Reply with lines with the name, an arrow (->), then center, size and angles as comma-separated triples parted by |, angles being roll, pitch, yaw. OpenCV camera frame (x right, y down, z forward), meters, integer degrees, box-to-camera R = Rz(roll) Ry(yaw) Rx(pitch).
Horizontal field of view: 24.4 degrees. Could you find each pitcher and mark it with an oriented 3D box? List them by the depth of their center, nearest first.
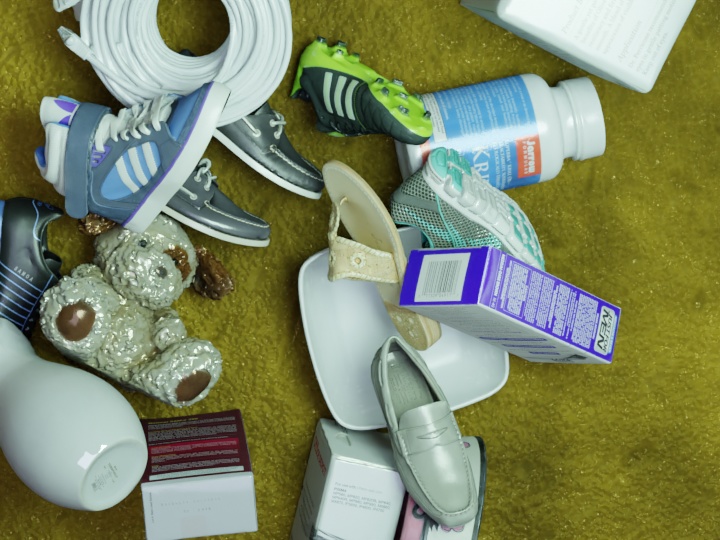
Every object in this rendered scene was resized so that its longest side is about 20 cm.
pitcher -> -0.290, 0.156, 1.607 | 0.121, 0.200, 0.172 | -44, 144, -18

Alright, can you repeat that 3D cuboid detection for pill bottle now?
pill bottle -> 0.139, -0.136, 1.675 | 0.200, 0.112, 0.112 | -13, 101, -4

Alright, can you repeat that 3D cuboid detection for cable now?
cable -> -0.162, -0.233, 1.578 | 0.200, 0.069, 0.200 | -36, 104, 13

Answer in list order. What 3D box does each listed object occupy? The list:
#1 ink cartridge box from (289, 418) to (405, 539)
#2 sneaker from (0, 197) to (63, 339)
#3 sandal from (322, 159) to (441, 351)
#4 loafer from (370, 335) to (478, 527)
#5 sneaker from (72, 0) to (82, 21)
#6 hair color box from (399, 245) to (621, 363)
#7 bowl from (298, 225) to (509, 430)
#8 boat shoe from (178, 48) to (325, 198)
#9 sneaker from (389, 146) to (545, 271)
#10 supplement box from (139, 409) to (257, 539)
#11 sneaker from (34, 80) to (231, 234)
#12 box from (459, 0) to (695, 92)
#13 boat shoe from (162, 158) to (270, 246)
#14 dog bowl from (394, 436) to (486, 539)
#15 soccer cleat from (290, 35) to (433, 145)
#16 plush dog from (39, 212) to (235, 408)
ink cartridge box -> -0.020, 0.270, 1.713 | 0.084, 0.144, 0.200 | 11, 99, -9
sneaker -> -0.339, 0.026, 1.669 | 0.078, 0.070, 0.200 | 4, 103, -6
sandal -> 0.003, 0.000, 1.619 | 0.070, 0.078, 0.212 | -38, 109, -28
loafer -> 0.059, 0.154, 1.614 | 0.070, 0.070, 0.200 | -20, 60, -12
sneaker -> -0.201, -0.327, 1.620 | 0.200, 0.074, 0.116 | -19, 105, -2
hair color box -> 0.148, 0.035, 1.624 | 0.200, 0.109, 0.065 | 26, 72, -39
bowl -> 0.040, 0.051, 1.717 | 0.200, 0.075, 0.200 | -14, 101, -5
boat shoe -> -0.112, -0.145, 1.667 | 0.200, 0.074, 0.060 | 35, 99, -3
sneaker -> 0.104, -0.041, 1.637 | 0.091, 0.078, 0.200 | -32, 127, 24
supplement box -> -0.163, 0.200, 1.654 | 0.109, 0.200, 0.061 | -5, 105, -6
sneaker -> -0.225, -0.130, 1.546 | 0.146, 0.081, 0.200 | 31, 130, -12
box -> 0.226, -0.302, 1.612 | 0.171, 0.200, 0.199 | 25, 97, -12
boat shoe -> -0.174, -0.085, 1.668 | 0.200, 0.073, 0.063 | 25, 99, -6
dog bowl -> 0.068, 0.260, 1.696 | 0.074, 0.200, 0.200 | 13, 98, -5
soccer cleat -> 0.001, -0.158, 1.628 | 0.067, 0.200, 0.081 | 7, 114, -41
plush dog -> -0.227, 0.022, 1.665 | 0.200, 0.160, 0.172 | 31, 77, -28
